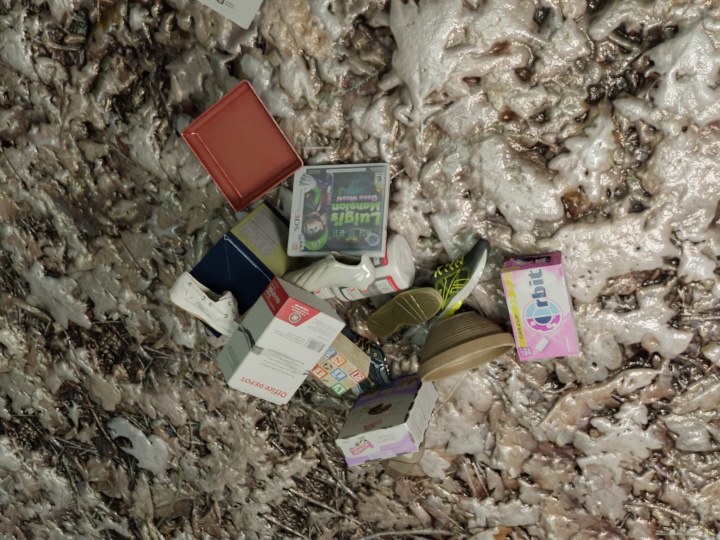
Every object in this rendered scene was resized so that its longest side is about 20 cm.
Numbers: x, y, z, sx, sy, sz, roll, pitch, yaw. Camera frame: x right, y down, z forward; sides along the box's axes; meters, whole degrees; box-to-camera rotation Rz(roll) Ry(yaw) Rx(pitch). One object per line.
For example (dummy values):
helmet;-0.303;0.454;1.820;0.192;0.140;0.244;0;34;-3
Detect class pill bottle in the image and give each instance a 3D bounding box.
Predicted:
pill bottle;0.000;0.000;1.399;0.198;0.111;0.112;-12;109;23

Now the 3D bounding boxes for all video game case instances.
video game case;-0.043;-0.117;1.357;0.198;0.023;0.184;1;80;18

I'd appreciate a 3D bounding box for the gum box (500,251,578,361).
gum box;0.344;0.065;1.334;0.112;0.066;0.202;-9;110;21

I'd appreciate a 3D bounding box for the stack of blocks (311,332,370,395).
stack of blocks;-0.089;0.167;1.431;0.115;0.059;0.200;-36;113;30

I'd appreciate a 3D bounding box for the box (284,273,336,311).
box;-0.162;0.114;1.470;0.136;0.040;0.200;35;124;-12

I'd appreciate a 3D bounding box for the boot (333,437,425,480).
boot;0.049;0.384;1.588;0.198;0.070;0.147;24;112;6

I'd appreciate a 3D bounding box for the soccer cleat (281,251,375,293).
soccer cleat;-0.067;0.001;1.327;0.198;0.069;0.078;-4;116;19

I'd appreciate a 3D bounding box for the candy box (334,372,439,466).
candy box;0.059;0.309;1.467;0.167;0.200;0.072;-19;106;26

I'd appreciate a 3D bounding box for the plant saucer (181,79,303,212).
plant saucer;-0.235;-0.251;1.410;0.199;0.037;0.201;-30;102;27

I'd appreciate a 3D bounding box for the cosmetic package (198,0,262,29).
cosmetic package;-0.218;-0.542;1.154;0.164;0.201;0.165;25;121;-22

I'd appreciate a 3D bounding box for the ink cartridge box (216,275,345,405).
ink cartridge box;-0.149;0.133;1.288;0.144;0.084;0.201;29;101;-39

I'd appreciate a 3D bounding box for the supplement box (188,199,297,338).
supplement box;-0.242;-0.006;1.428;0.134;0.200;0.200;45;120;-7

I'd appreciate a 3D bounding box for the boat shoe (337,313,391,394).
boat shoe;-0.003;0.167;1.506;0.090;0.071;0.202;-19;107;14

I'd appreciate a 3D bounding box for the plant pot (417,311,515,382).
plant pot;0.196;0.143;1.375;0.200;0.200;0.093;-31;69;28

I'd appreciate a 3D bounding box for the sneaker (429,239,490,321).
sneaker;0.183;0.015;1.363;0.084;0.075;0.201;31;119;4

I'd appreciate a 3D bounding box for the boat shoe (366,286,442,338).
boat shoe;0.092;0.074;1.399;0.073;0.063;0.200;47;135;-6

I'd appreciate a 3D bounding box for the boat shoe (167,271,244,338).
boat shoe;-0.263;0.071;1.316;0.199;0.071;0.070;32;95;-14
